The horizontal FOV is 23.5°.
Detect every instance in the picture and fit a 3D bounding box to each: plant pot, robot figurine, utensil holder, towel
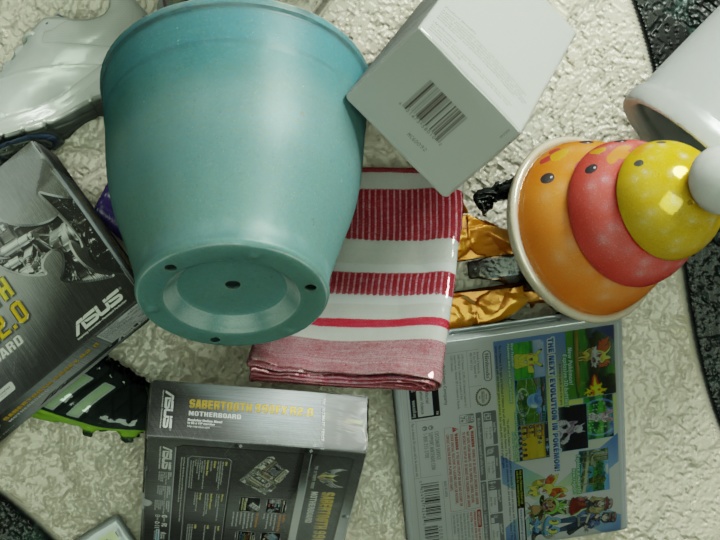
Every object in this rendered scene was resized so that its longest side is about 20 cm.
[{"bbox_3d":[-0.091,-0.058,1.227,0.200,0.200,0.188,3,57,-6],"label":"plant pot"},{"bbox_3d":[0.091,0.000,1.366,0.200,0.058,0.145,-6,97,-4],"label":"robot figurine"},{"bbox_3d":[0.328,-0.145,1.320,0.170,0.170,0.200,43,88,-8],"label":"utensil holder"},{"bbox_3d":[0.000,0.000,1.297,0.144,0.023,0.200,2,54,10],"label":"towel"}]

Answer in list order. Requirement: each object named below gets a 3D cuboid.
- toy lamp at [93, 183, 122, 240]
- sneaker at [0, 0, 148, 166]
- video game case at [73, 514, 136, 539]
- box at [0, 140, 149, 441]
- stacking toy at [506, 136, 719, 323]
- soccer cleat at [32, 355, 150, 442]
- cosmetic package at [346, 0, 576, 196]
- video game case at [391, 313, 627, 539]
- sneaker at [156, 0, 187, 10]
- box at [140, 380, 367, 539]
[{"bbox_3d":[-0.113,-0.013,1.348,0.200,0.058,0.058,29,93,-9],"label":"toy lamp"},{"bbox_3d":[-0.240,-0.142,1.324,0.200,0.075,0.087,-26,80,-4],"label":"sneaker"},{"bbox_3d":[-0.219,0.326,1.390,0.182,0.022,0.200,-32,97,-1],"label":"video game case"},{"bbox_3d":[-0.271,0.026,1.300,0.200,0.048,0.158,-38,73,4],"label":"box"},{"bbox_3d":[0.216,-0.050,1.253,0.146,0.200,0.146,10,71,-32],"label":"stacking toy"},{"bbox_3d":[-0.215,0.084,1.343,0.200,0.068,0.081,10,94,-3],"label":"soccer cleat"},{"bbox_3d":[0.079,-0.153,1.273,0.108,0.200,0.085,45,122,-7],"label":"cosmetic package"},{"bbox_3d":[0.119,0.131,1.371,0.182,0.022,0.200,-8,115,-5],"label":"video game case"},{"bbox_3d":[-0.116,-0.245,1.280,0.081,0.088,0.200,-16,115,-14],"label":"sneaker"},{"bbox_3d":[-0.084,0.159,1.299,0.158,0.200,0.048,4,54,-5],"label":"box"}]
